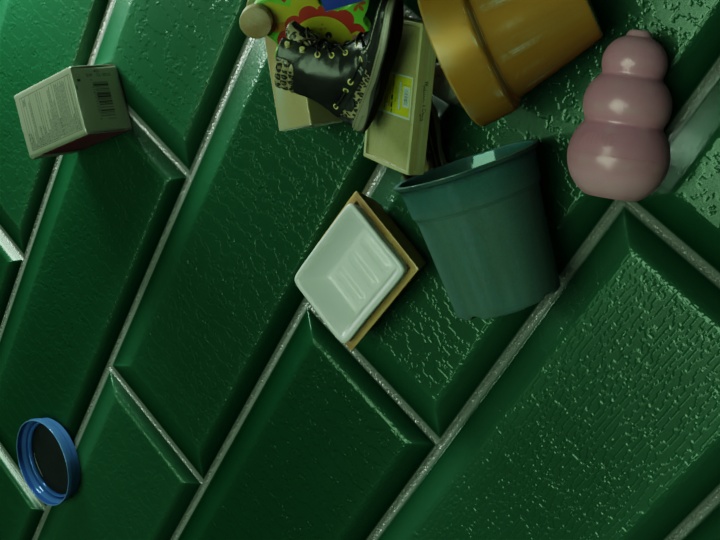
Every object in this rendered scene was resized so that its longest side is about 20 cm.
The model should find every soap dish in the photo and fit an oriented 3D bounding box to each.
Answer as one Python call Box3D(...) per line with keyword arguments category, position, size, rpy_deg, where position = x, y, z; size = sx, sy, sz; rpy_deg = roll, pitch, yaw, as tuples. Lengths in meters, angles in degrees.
Box3D(category="soap dish", position=(0.000, 0.000, 1.530), size=(0.158, 0.081, 0.200), rpy_deg=(51, 127, 18))

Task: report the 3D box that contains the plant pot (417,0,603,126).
Box3D(category="plant pot", position=(0.193, -0.310, 1.231), size=(0.182, 0.200, 0.202), rpy_deg=(-23, 86, 19))

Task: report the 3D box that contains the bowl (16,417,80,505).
Box3D(category="bowl", position=(-0.705, 0.429, 2.238), size=(0.199, 0.039, 0.203), rpy_deg=(11, 107, 37))

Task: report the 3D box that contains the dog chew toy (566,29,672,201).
Box3D(category="dog chew toy", position=(0.322, -0.188, 1.201), size=(0.124, 0.124, 0.202), rpy_deg=(15, 103, 35))

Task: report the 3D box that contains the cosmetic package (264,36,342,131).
Box3D(category="cosmetic package", position=(-0.083, -0.319, 1.504), size=(0.071, 0.105, 0.202), rpy_deg=(-3, 100, 41))

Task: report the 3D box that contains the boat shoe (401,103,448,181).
Box3D(category="boat shoe", position=(0.076, -0.186, 1.425), size=(0.074, 0.075, 0.204), rpy_deg=(-26, 84, 40))

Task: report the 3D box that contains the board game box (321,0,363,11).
Box3D(category="board game box", position=(0.051, -0.379, 1.222), size=(0.199, 0.134, 0.045), rpy_deg=(6, 124, 56))

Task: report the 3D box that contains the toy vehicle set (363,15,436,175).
Box3D(category="toy vehicle set", position=(0.053, -0.241, 1.351), size=(0.124, 0.026, 0.202), rpy_deg=(33, 124, 54))

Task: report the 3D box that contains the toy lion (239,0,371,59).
Box3D(category="toy lion", position=(-0.055, -0.349, 1.378), size=(0.191, 0.069, 0.200), rpy_deg=(33, 123, -17))

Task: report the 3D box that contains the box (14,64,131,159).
Box3D(category="box", position=(-0.548, -0.301, 1.883), size=(0.199, 0.109, 0.129), rpy_deg=(-11, 94, 40))

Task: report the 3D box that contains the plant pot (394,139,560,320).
Box3D(category="plant pot", position=(0.169, -0.050, 1.321), size=(0.199, 0.200, 0.198), rpy_deg=(-11, 103, 40))

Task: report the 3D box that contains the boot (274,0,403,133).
Box3D(category="boot", position=(-0.030, -0.293, 1.316), size=(0.150, 0.073, 0.201), rpy_deg=(24, 134, 8))

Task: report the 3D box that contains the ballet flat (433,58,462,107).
Box3D(category="ballet flat", position=(0.093, -0.286, 1.389), size=(0.200, 0.071, 0.070), rpy_deg=(39, 121, 25))
